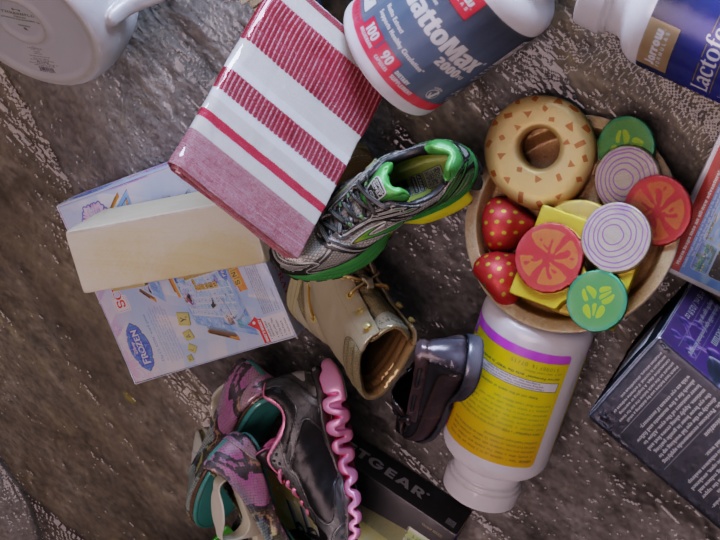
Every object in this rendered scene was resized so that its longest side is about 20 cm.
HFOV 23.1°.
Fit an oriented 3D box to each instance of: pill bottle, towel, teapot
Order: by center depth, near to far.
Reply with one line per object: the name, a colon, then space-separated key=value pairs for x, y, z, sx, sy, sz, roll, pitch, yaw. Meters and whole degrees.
pill bottle: x=0.281 y=-0.203 z=1.428 sx=0.199 sy=0.116 sz=0.116 roll=26 pitch=117 yaw=13
towel: x=-0.065 y=-0.129 z=1.489 sx=0.144 sy=0.200 sz=0.023 roll=39 pitch=157 yaw=-29
pill bottle: x=0.094 y=-0.231 z=1.494 sx=0.200 sy=0.120 sz=0.120 roll=-34 pitch=94 yaw=29
pill bottle: x=0.137 y=0.120 z=1.615 sx=0.104 sy=0.104 sz=0.201 roll=23 pitch=116 yaw=14
teapot: x=-0.275 y=-0.279 z=1.625 sx=0.200 sy=0.146 sz=0.197 roll=36 pitch=150 yaw=-12

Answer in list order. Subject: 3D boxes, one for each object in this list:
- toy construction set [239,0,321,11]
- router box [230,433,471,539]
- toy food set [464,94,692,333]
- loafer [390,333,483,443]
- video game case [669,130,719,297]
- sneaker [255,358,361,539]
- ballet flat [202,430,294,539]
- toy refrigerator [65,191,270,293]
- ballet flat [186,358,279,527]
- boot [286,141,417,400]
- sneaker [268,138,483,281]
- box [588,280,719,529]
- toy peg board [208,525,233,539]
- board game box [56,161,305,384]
toy construction set: x=-0.064 y=-0.187 z=1.565 sx=0.092 sy=0.131 sz=0.201 roll=-6 pitch=110 yaw=36
router box: x=-0.012 y=0.252 z=1.758 sx=0.200 sy=0.052 sz=0.158 roll=33 pitch=118 yaw=9
toy food set: x=0.184 y=-0.045 z=1.526 sx=0.197 sy=0.049 sz=0.201 roll=20 pitch=87 yaw=22
loafer: x=0.056 y=0.102 z=1.605 sx=0.063 sy=0.072 sz=0.200 roll=10 pitch=155 yaw=-11
video game case: x=0.374 y=-0.021 z=1.512 sx=0.199 sy=0.017 sz=0.143 roll=26 pitch=117 yaw=12
sneaker: x=-0.050 y=0.186 z=1.664 sx=0.095 sy=0.079 sz=0.201 roll=-8 pitch=91 yaw=-5
ballet flat: x=-0.104 y=0.249 z=1.704 sx=0.069 sy=0.071 sz=0.201 roll=21 pitch=138 yaw=55
toy refrigerator: x=-0.168 y=-0.030 z=1.657 sx=0.199 sy=0.076 sz=0.070 roll=-9 pitch=105 yaw=24
ballet flat: x=-0.132 y=0.166 z=1.758 sx=0.071 sy=0.069 sz=0.200 roll=54 pitch=134 yaw=34
boot: x=0.000 y=0.000 z=1.603 sx=0.156 sy=0.073 sz=0.201 roll=51 pitch=134 yaw=46
sneaker: x=0.006 y=-0.060 z=1.523 sx=0.200 sy=0.085 sz=0.078 roll=-31 pitch=71 yaw=6
box: x=0.316 y=0.128 z=1.519 sx=0.200 sy=0.148 sz=0.104 roll=39 pitch=118 yaw=4
toy peg board: x=-0.134 y=0.363 z=1.816 sx=0.200 sy=0.098 sz=0.199 roll=47 pitch=155 yaw=-1
board game box: x=-0.175 y=-0.006 z=1.736 sx=0.199 sy=0.041 sz=0.201 roll=-16 pitch=102 yaw=27
